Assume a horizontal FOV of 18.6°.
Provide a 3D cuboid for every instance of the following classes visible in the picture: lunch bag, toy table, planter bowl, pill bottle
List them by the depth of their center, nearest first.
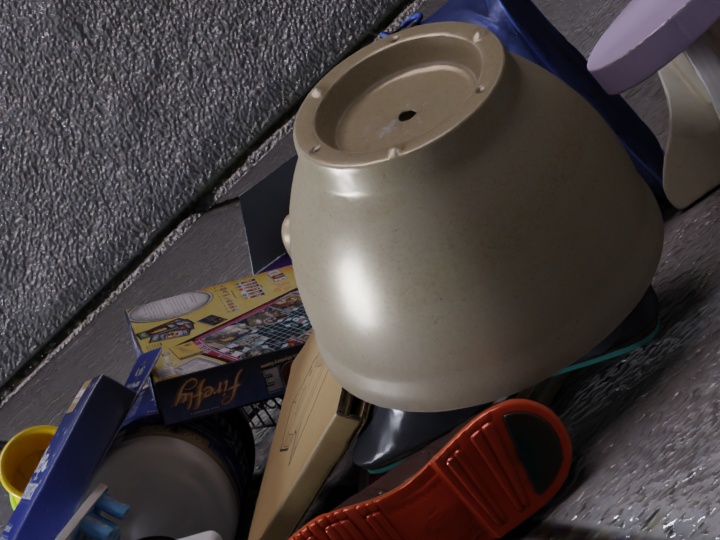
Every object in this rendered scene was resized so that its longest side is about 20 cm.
[{"bbox_3d":[0.044,-0.043,1.152,0.199,0.135,0.201,-18,36,14],"label":"planter bowl"},{"bbox_3d":[0.220,-0.125,1.292,0.184,0.117,0.200,-34,12,44],"label":"toy table"},{"bbox_3d":[0.089,-0.088,1.406,0.132,0.200,0.136,-42,11,15],"label":"lunch bag"},{"bbox_3d":[-0.132,0.141,1.557,0.111,0.111,0.200,-40,10,12],"label":"pill bottle"}]

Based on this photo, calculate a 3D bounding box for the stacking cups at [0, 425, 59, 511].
[{"bbox_3d":[-0.211,0.185,1.588,0.061,0.060,0.200,-46,-26,-21],"label":"stacking cups"}]

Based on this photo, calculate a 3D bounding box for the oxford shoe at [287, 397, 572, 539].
[{"bbox_3d":[0.022,0.135,1.115,0.199,0.071,0.073,-33,1,4],"label":"oxford shoe"}]

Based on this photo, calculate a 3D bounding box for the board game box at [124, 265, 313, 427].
[{"bbox_3d":[-0.090,0.051,1.566,0.135,0.035,0.200,-15,16,-8],"label":"board game box"}]

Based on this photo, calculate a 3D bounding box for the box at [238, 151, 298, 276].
[{"bbox_3d":[0.023,-0.058,1.706,0.141,0.079,0.200,8,-31,-40],"label":"box"}]

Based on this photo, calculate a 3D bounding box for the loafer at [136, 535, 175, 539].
[{"bbox_3d":[-0.138,0.232,1.351,0.071,0.073,0.200,2,26,21],"label":"loafer"}]

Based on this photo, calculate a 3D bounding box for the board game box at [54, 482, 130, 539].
[{"bbox_3d":[-0.216,0.261,1.372,0.200,0.026,0.201,-55,-11,-53],"label":"board game box"}]

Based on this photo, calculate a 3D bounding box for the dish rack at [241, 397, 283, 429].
[{"bbox_3d":[-0.041,0.062,1.687,0.153,0.055,0.200,-46,16,-27],"label":"dish rack"}]

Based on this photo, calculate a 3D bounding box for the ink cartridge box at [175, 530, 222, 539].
[{"bbox_3d":[-0.141,0.225,1.154,0.144,0.084,0.200,-15,14,7],"label":"ink cartridge box"}]

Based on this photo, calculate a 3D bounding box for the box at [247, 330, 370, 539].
[{"bbox_3d":[-0.021,0.072,1.346,0.200,0.021,0.164,119,167,-52],"label":"box"}]

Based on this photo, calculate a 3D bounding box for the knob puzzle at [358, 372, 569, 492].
[{"bbox_3d":[0.060,0.073,1.323,0.219,0.030,0.220,-42,9,8],"label":"knob puzzle"}]

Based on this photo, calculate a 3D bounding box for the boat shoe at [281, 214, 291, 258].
[{"bbox_3d":[0.000,0.000,1.520,0.200,0.065,0.073,45,-131,-66],"label":"boat shoe"}]

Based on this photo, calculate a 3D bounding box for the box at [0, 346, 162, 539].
[{"bbox_3d":[-0.194,0.134,1.433,0.201,0.032,0.121,-62,9,-11],"label":"box"}]

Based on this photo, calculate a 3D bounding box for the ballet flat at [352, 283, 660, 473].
[{"bbox_3d":[0.068,0.042,1.212,0.199,0.073,0.073,-28,14,20],"label":"ballet flat"}]
